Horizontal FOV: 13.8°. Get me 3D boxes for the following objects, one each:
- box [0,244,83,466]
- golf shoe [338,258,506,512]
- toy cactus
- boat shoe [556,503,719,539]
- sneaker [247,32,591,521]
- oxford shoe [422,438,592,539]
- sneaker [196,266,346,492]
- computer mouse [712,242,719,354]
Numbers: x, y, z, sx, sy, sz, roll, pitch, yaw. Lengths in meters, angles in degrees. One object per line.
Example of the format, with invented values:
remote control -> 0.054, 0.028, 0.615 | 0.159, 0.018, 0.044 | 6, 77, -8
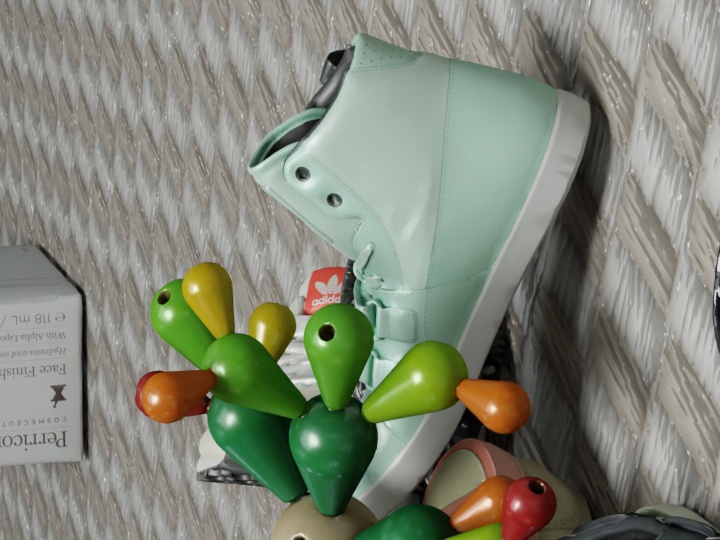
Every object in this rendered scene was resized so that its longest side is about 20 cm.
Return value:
box -> -0.323, 0.066, 2.256 | 0.200, 0.198, 0.132 | -145, 52, -69
golf shoe -> 0.021, 0.069, 1.297 | 0.094, 0.077, 0.201 | 143, 124, -71
toy cactus -> -0.013, 0.087, 1.135 | 0.199, 0.102, 0.166 | 26, 135, 24
boat shoe -> 0.110, 0.121, 1.020 | 0.199, 0.066, 0.075 | -145, 54, -69
sneaker -> 0.000, 0.000, 1.189 | 0.074, 0.118, 0.201 | -87, 20, -69
oxford shoe -> 0.079, 0.155, 1.132 | 0.071, 0.073, 0.201 | -43, 43, 41
sneaker -> -0.025, 0.046, 1.359 | 0.200, 0.070, 0.094 | -14, -71, -74
computer mouse -> 0.155, -0.038, 0.887 | 0.200, 0.046, 0.141 | -179, 90, -79
